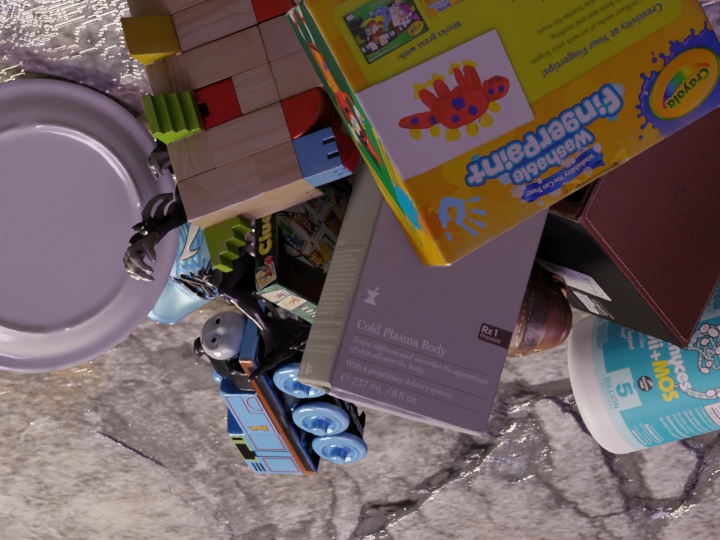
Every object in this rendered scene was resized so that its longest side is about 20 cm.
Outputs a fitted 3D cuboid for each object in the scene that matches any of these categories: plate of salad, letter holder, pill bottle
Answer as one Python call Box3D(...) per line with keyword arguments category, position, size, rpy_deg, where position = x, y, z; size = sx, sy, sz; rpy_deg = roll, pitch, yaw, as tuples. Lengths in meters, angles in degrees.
Box3D(category="plate of salad", position=(-0.221, -0.030, 1.364), size=(0.199, 0.201, 0.048), rpy_deg=(18, -178, -23))
Box3D(category="letter holder", position=(0.176, -0.062, 1.353), size=(0.100, 0.143, 0.200), rpy_deg=(21, 166, 37))
Box3D(category="pill bottle", position=(0.265, 0.063, 1.513), size=(0.199, 0.111, 0.111), rpy_deg=(-19, 141, 26))

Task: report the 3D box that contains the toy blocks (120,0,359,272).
Box3D(category="toy blocks", position=(-0.055, -0.118, 1.217), size=(0.136, 0.201, 0.100), rpy_deg=(-19, 167, 11))

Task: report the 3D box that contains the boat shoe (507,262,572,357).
Box3D(category="boat shoe", position=(0.105, 0.028, 1.351), size=(0.067, 0.072, 0.200), rpy_deg=(12, -176, 1))

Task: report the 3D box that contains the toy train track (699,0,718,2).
Box3D(category="toy train track", position=(0.158, -0.166, 1.249), size=(0.199, 0.033, 0.115), rpy_deg=(-1, 146, 6))

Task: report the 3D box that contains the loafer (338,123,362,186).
Box3D(category="loafer", position=(0.029, -0.115, 1.298), size=(0.199, 0.076, 0.067), rpy_deg=(-20, 132, 29))

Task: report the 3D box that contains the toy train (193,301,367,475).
Box3D(category="toy train", position=(-0.059, 0.092, 1.593), size=(0.114, 0.087, 0.200), rpy_deg=(-3, 146, 17))

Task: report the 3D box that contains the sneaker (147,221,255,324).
Box3D(category="sneaker", position=(-0.107, -0.011, 1.435), size=(0.078, 0.090, 0.200), rpy_deg=(20, 141, -26))

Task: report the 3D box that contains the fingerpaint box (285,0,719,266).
Box3D(category="fingerpaint box", position=(0.086, -0.122, 1.130), size=(0.200, 0.167, 0.073), rpy_deg=(-31, -174, -9))

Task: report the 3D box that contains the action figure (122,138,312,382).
Box3D(category="action figure", position=(-0.090, -0.032, 1.315), size=(0.119, 0.102, 0.200), rpy_deg=(-30, 94, 44))

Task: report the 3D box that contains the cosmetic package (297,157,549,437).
Box3D(category="cosmetic package", position=(0.044, -0.012, 1.200), size=(0.106, 0.201, 0.090), rpy_deg=(16, 178, -15))

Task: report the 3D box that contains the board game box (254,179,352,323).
Box3D(category="board game box", position=(0.000, 0.000, 1.314), size=(0.023, 0.105, 0.200), rpy_deg=(-22, 146, 30))
